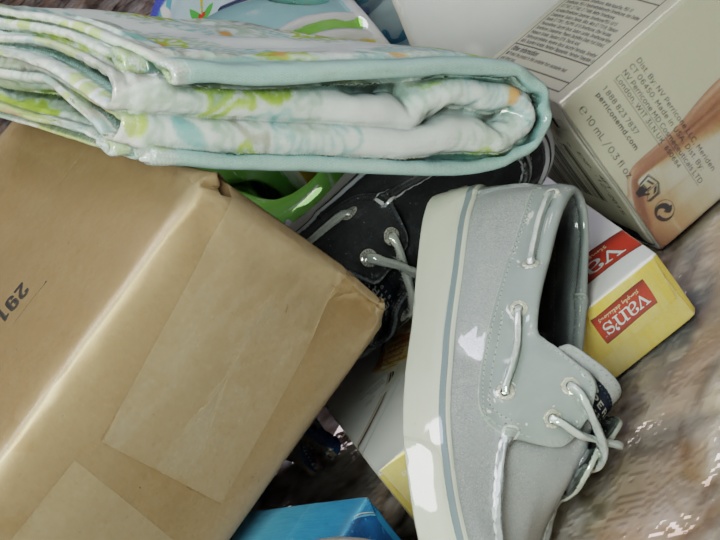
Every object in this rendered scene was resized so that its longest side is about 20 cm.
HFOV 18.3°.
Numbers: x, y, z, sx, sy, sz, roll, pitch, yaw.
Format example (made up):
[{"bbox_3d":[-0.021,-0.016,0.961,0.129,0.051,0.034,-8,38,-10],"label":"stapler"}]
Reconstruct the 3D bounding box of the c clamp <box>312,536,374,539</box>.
[{"bbox_3d":[-0.017,0.174,0.691,0.171,0.027,0.200,-28,48,-5],"label":"c clamp"}]

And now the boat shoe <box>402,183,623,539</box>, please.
[{"bbox_3d":[0.060,0.046,0.825,0.071,0.070,0.201,-12,50,19],"label":"boat shoe"}]

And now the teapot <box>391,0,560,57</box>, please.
[{"bbox_3d":[0.082,-0.165,1.101,0.146,0.198,0.200,-22,36,6],"label":"teapot"}]

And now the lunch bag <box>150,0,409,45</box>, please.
[{"bbox_3d":[-0.030,-0.147,1.314,0.170,0.127,0.200,-17,38,44],"label":"lunch bag"}]

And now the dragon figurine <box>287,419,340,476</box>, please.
[{"bbox_3d":[-0.093,0.083,1.030,0.099,0.059,0.200,-46,28,-26],"label":"dragon figurine"}]

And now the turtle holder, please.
[{"bbox_3d":[-0.038,-0.071,1.088,0.132,0.141,0.186,-38,-2,1],"label":"turtle holder"}]

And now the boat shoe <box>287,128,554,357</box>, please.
[{"bbox_3d":[0.000,0.000,0.934,0.200,0.072,0.068,-32,30,2],"label":"boat shoe"}]

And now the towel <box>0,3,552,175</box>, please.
[{"bbox_3d":[-0.052,-0.074,0.868,0.200,0.048,0.171,0,13,-39],"label":"towel"}]

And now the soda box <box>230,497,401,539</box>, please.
[{"bbox_3d":[-0.062,0.141,0.866,0.200,0.064,0.068,-12,33,45],"label":"soda box"}]

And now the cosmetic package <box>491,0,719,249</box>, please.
[{"bbox_3d":[0.163,-0.112,0.993,0.200,0.087,0.103,-41,21,-6],"label":"cosmetic package"}]

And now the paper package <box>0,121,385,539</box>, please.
[{"bbox_3d":[-0.119,0.051,0.862,0.200,0.103,0.190,-55,31,-7],"label":"paper package"}]

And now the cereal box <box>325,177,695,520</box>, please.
[{"bbox_3d":[0.044,0.021,0.973,0.144,0.040,0.200,-39,22,-3],"label":"cereal box"}]
